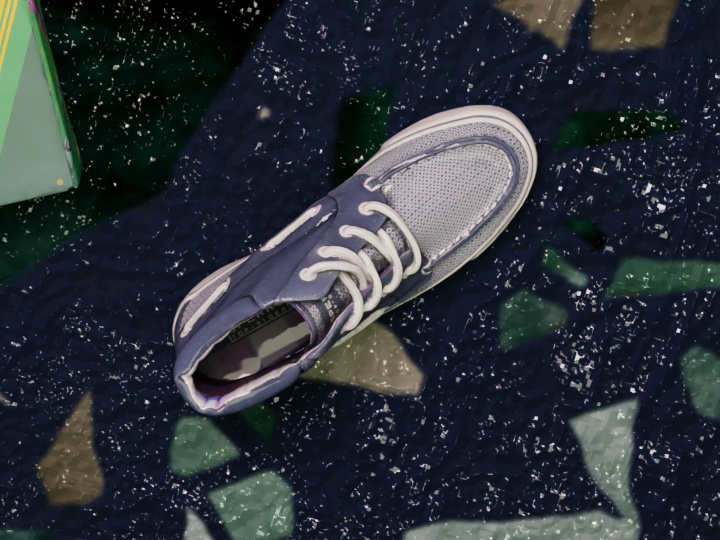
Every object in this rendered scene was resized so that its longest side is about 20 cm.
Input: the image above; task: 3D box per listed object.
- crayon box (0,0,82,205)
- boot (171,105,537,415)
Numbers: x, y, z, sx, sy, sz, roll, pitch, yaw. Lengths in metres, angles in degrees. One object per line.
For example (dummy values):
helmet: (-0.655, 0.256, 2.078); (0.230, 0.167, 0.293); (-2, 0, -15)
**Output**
crayon box: (-0.239, -0.078, 1.330); (0.200, 0.058, 0.119); (-13, 106, 1)
boot: (0.000, 0.000, 1.345); (0.200, 0.090, 0.073); (-36, 104, 7)
